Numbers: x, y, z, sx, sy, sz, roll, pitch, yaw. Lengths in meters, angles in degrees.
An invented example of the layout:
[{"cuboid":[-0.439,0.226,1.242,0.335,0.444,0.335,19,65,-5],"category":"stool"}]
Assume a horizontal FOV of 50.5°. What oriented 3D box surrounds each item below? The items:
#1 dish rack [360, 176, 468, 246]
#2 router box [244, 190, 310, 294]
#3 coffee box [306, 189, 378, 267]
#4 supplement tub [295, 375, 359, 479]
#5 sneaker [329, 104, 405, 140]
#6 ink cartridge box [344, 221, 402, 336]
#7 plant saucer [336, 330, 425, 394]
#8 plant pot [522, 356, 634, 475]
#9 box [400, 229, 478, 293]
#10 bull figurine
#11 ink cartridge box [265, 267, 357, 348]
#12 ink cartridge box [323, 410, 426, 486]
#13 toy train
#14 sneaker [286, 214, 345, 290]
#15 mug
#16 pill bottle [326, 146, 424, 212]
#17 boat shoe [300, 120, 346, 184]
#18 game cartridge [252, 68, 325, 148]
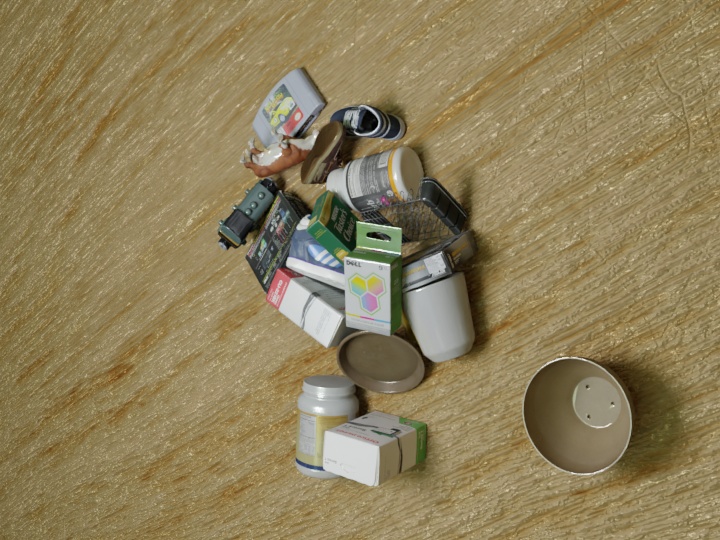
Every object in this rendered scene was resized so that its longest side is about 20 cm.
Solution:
[{"cuboid":[0.105,-0.113,1.574,0.196,0.153,0.056,-9,55,38],"category":"dish rack"},{"cuboid":[-0.186,-0.062,1.807,0.203,0.061,0.151,-58,43,20],"category":"router box"},{"cuboid":[-0.024,-0.064,1.625,0.044,0.124,0.200,-33,113,31],"category":"coffee box"},{"cuboid":[-0.075,0.351,1.730,0.141,0.143,0.206,7,96,34],"category":"supplement tub"},{"cuboid":[-0.008,-0.326,1.667,0.196,0.107,0.072,14,100,34],"category":"sneaker"},{"cuboid":[0.025,0.016,1.492,0.101,0.059,0.206,10,113,26],"category":"ink cartridge box"},{"cuboid":[0.044,0.191,1.641,0.194,0.030,0.203,8,135,8],"category":"plant saucer"},{"cuboid":[0.410,0.252,1.385,0.196,0.133,0.207,2,93,35],"category":"plant pot"},{"cuboid":[0.126,-0.008,1.557,0.197,0.158,0.049,-23,97,34],"category":"box"},{"cuboid":[-0.184,-0.277,1.776,0.197,0.121,0.067,-25,56,24],"category":"bull figurine"},{"cuboid":[-0.089,0.078,1.689,0.198,0.143,0.085,33,107,27],"category":"ink cartridge box"},{"cuboid":[0.032,0.373,1.621,0.143,0.198,0.087,7,97,33],"category":"ink cartridge box"},{"cuboid":[-0.266,-0.136,1.820,0.085,0.202,0.114,40,158,-8],"category":"toy train"},{"cuboid":[-0.056,-0.049,1.672,0.195,0.081,0.150,18,79,6],"category":"sneaker"},{"cuboid":[0.164,0.099,1.574,0.146,0.187,0.157,-19,90,0],"category":"mug"},{"cuboid":[0.030,-0.189,1.644,0.196,0.115,0.120,-10,87,36],"category":"pill bottle"},{"cuboid":[-0.069,-0.258,1.715,0.201,0.070,0.074,-51,38,47],"category":"boat shoe"},{"cuboid":[-0.178,-0.376,1.831,0.200,0.040,0.135,-45,64,28],"category":"game cartridge"}]
